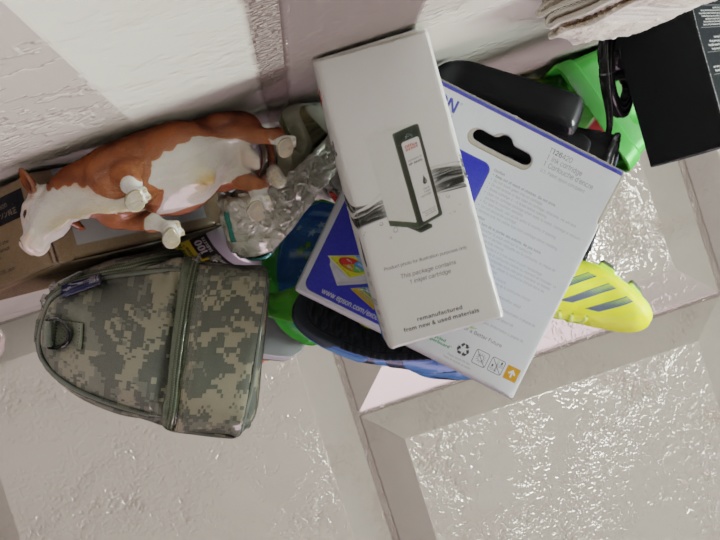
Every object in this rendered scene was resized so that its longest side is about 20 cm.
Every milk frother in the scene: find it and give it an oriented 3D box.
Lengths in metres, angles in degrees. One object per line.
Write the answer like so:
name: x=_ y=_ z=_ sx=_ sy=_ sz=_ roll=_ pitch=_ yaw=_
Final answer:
milk frother: x=0.143 y=-0.136 z=1.090 sx=0.187 sy=0.181 sz=0.200 roll=17 pitch=-137 yaw=13

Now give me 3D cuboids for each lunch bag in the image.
lunch bag: x=-0.159 y=0.052 z=0.966 sx=0.167 sy=0.140 sz=0.200 roll=6 pitch=179 yaw=-4

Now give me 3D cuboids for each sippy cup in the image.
sippy cup: x=0.000 y=0.000 z=1.116 sx=0.130 sy=0.140 sz=0.179 roll=-2 pitch=-128 yaw=41

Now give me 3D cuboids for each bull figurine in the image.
bull figurine: x=-0.140 y=-0.061 z=0.844 sx=0.199 sy=0.065 sz=0.121 roll=-27 pitch=-146 yaw=-26

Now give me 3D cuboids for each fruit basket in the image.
fruit basket: x=0.222 y=-0.159 z=1.337 sx=0.215 sy=0.156 sz=0.216 roll=-36 pitch=-179 yaw=0

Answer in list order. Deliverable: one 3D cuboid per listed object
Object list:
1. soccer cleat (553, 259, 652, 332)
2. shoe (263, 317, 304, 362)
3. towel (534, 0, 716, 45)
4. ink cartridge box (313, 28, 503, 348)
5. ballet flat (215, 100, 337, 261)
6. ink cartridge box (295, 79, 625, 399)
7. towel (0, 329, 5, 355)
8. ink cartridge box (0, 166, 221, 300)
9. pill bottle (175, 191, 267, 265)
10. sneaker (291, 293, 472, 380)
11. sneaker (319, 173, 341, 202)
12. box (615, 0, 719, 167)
soccer cleat: x=0.148 y=0.017 z=1.029 sx=0.065 sy=0.199 sz=0.084 roll=114 pitch=0 yaw=-61
shoe: x=-0.156 y=0.050 z=1.144 sx=0.199 sy=0.072 sz=0.091 roll=17 pitch=157 yaw=-28
towel: x=0.223 y=-0.205 z=0.899 sx=0.132 sy=0.035 sz=0.200 roll=-17 pitch=-179 yaw=37
ink cartridge box: x=0.031 y=-0.055 z=0.871 sx=0.084 sy=0.201 sz=0.146 roll=-15 pitch=180 yaw=0
ballet flat: x=-0.049 y=-0.091 z=0.958 sx=0.072 sy=0.072 sz=0.200 roll=-18 pitch=-150 yaw=44
ink cartridge box: x=0.078 y=-0.031 z=0.970 sx=0.197 sy=0.201 sz=0.047 roll=27 pitch=-178 yaw=-2
towel: x=-0.367 y=0.038 z=0.923 sx=0.190 sy=0.032 sz=0.200 roll=17 pitch=169 yaw=-16
ink cartridge box: x=-0.235 y=-0.034 z=0.991 sx=0.164 sy=0.076 sz=0.200 roll=-20 pitch=179 yaw=34
pill bottle: x=-0.173 y=-0.036 z=1.179 sx=0.199 sy=0.113 sz=0.112 roll=-18 pitch=180 yaw=38
sneaker: x=0.034 y=0.061 z=1.036 sx=0.199 sy=0.066 sz=0.078 roll=9 pitch=154 yaw=-13
sneaker: x=0.027 y=-0.125 z=1.247 sx=0.199 sy=0.077 sz=0.082 roll=-14 pitch=-167 yaw=41
box: x=0.309 y=-0.179 z=1.093 sx=0.079 sy=0.142 sz=0.200 roll=-18 pitch=180 yaw=35
